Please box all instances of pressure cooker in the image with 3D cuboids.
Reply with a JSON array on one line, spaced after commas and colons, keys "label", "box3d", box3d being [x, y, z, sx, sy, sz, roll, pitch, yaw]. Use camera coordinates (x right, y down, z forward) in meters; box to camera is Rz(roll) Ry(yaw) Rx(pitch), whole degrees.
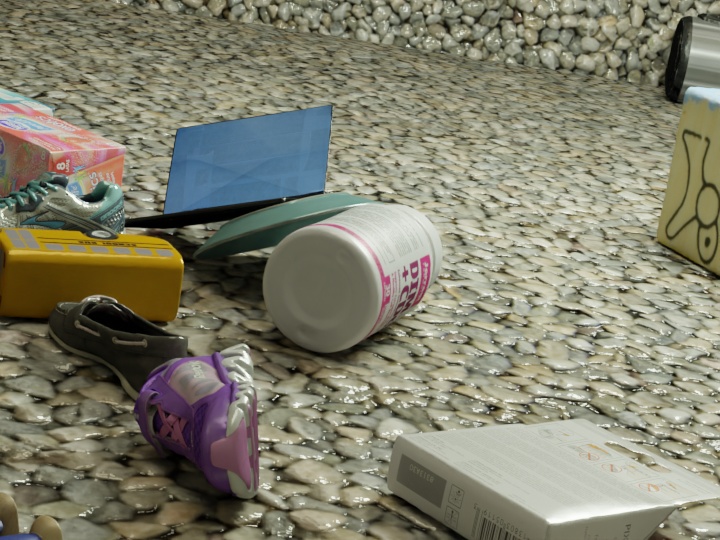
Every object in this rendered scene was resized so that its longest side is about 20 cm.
[{"label": "pressure cooker", "box3d": [0.718, -0.408, 3.372, 0.199, 0.179, 0.177, 10, 52, 2]}]

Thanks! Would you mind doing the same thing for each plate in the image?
[{"label": "plate", "box3d": [-0.072, -0.048, 1.681, 0.199, 0.026, 0.200, -15, -3, -1]}]

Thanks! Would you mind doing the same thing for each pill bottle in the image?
[{"label": "pill bottle", "box3d": [0.000, 0.000, 1.563, 0.113, 0.114, 0.200, 15, 16, 19]}]

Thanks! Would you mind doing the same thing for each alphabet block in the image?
[{"label": "alphabet block", "box3d": [0.503, -0.102, 2.073, 0.195, 0.201, 0.195, 3, 17, -20]}]

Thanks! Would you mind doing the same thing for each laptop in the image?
[{"label": "laptop", "box3d": [-0.138, -0.110, 1.761, 0.186, 0.117, 0.200, -7, -1, 17]}]

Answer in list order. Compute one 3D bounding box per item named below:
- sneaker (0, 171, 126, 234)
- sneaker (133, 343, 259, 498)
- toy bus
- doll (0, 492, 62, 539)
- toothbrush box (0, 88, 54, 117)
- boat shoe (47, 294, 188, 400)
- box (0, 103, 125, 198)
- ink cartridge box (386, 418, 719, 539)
[{"label": "sneaker", "box3d": [-0.317, -0.055, 1.622, 0.199, 0.087, 0.077, -1, 18, -35]}, {"label": "sneaker", "box3d": [-0.116, 0.106, 1.195, 0.088, 0.081, 0.200, 0, 11, -7]}, {"label": "toy bus", "box3d": [-0.262, 0.004, 1.486, 0.199, 0.066, 0.078, 3, 18, -25]}, {"label": "doll", "box3d": [-0.253, 0.169, 0.920, 0.136, 0.049, 0.199, 19, 18, 35]}, {"label": "toothbrush box", "box3d": [-0.469, -0.167, 1.937, 0.199, 0.086, 0.146, 22, 21, 38]}, {"label": "boat shoe", "box3d": [-0.191, 0.050, 1.372, 0.067, 0.057, 0.200, -2, 19, -36]}, {"label": "box", "box3d": [-0.349, -0.108, 1.776, 0.102, 0.095, 0.199, -8, 23, -45]}, {"label": "ink cartridge box", "box3d": [0.143, 0.159, 1.214, 0.199, 0.050, 0.161, 1, 16, -41]}]
